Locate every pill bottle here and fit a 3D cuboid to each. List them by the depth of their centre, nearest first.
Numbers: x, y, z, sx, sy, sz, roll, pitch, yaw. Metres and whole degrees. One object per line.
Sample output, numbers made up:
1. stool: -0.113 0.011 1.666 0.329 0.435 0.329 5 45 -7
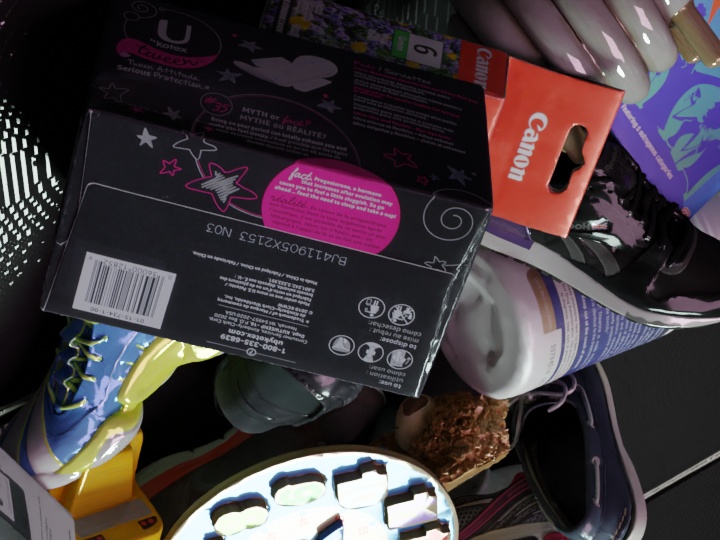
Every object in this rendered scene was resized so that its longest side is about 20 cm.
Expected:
1. pill bottle: 0.151 0.004 1.367 0.199 0.111 0.111 -19 140 -30

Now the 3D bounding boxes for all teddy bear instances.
1. teddy bear: 0.016 0.138 1.386 0.145 0.067 0.200 -26 170 -30

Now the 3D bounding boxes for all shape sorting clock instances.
1. shape sorting clock: -0.033 0.185 1.286 0.199 0.039 0.201 -13 133 -15

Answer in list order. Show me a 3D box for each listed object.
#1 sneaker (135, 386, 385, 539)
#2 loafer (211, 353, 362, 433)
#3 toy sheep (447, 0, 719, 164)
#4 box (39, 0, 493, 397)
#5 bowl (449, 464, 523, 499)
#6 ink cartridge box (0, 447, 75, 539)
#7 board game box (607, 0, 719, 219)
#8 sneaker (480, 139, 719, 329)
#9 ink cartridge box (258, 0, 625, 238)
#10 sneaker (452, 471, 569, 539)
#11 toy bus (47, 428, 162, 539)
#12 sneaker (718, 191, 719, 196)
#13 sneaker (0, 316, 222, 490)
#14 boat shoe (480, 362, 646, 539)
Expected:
1. sneaker: -0.058 0.140 1.330 0.199 0.082 0.077 -30 145 -18
2. loafer: -0.048 0.066 1.196 0.070 0.068 0.201 -45 -175 -11
3. toy sheep: 0.118 -0.140 1.156 0.200 0.138 0.138 -36 147 1
4. box: -0.047 -0.037 1.038 0.199 0.115 0.133 14 127 -8
5. bowl: 0.085 0.207 1.510 0.201 0.090 0.201 -40 -168 10
6. ink cartridge box: -0.254 0.144 1.088 0.145 0.084 0.200 -16 148 10
7. board game box: 0.226 -0.147 1.285 0.200 0.045 0.152 -45 129 -3
8. sneaker: 0.156 -0.032 1.263 0.088 0.199 0.076 111 -2 -49
9. ink cartridge box: 0.032 -0.071 1.112 0.199 0.050 0.109 15 127 -4
10. sneaker: 0.047 0.202 1.409 0.199 0.075 0.081 -17 142 3
11. toy bus: -0.173 0.180 1.261 0.065 0.078 0.201 -14 137 -36
12. sneaker: 0.316 -0.076 1.478 0.073 0.080 0.201 -7 132 -39
13. sneaker: -0.145 0.032 1.149 0.200 0.076 0.105 -41 128 -1
14. boat shoe: 0.129 0.104 1.390 0.075 0.201 0.062 -36 139 26
